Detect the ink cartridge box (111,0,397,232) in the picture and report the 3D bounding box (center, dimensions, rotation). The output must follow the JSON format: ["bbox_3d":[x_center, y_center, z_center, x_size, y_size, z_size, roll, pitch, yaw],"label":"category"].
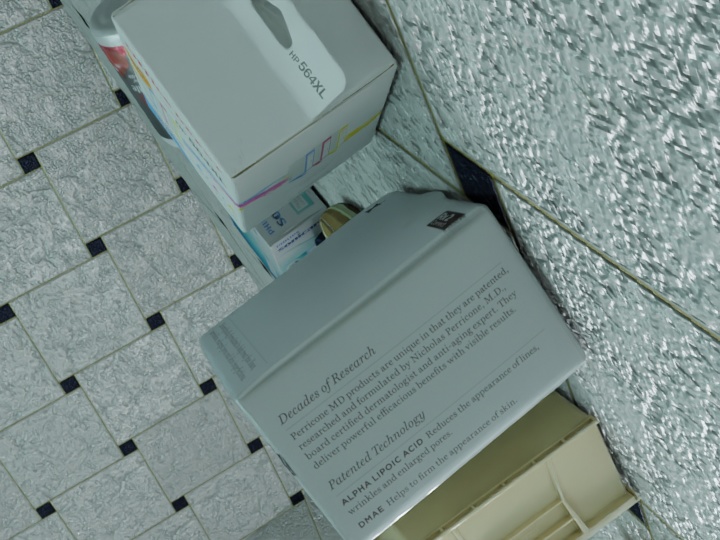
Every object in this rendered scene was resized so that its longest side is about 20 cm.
[{"bbox_3d":[-0.068,-0.126,0.657,0.129,0.125,0.200,53,172,4],"label":"ink cartridge box"}]

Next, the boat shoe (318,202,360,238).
[{"bbox_3d":[0.000,0.000,0.967,0.200,0.076,0.072,43,167,51],"label":"boat shoe"}]

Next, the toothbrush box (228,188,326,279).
[{"bbox_3d":[-0.105,-0.067,1.234,0.147,0.085,0.200,51,172,20],"label":"toothbrush box"}]

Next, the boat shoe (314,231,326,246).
[{"bbox_3d":[-0.013,0.005,1.085,0.084,0.069,0.200,57,171,-27],"label":"boat shoe"}]

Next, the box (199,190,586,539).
[{"bbox_3d":[0.012,0.054,0.700,0.131,0.200,0.199,54,172,-14],"label":"box"}]

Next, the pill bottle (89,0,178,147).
[{"bbox_3d":[-0.179,-0.197,1.024,0.111,0.111,0.200,43,167,49],"label":"pill bottle"}]

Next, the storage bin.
[{"bbox_3d":[0.076,0.162,0.811,0.094,0.198,0.200,62,168,-30],"label":"storage bin"}]
